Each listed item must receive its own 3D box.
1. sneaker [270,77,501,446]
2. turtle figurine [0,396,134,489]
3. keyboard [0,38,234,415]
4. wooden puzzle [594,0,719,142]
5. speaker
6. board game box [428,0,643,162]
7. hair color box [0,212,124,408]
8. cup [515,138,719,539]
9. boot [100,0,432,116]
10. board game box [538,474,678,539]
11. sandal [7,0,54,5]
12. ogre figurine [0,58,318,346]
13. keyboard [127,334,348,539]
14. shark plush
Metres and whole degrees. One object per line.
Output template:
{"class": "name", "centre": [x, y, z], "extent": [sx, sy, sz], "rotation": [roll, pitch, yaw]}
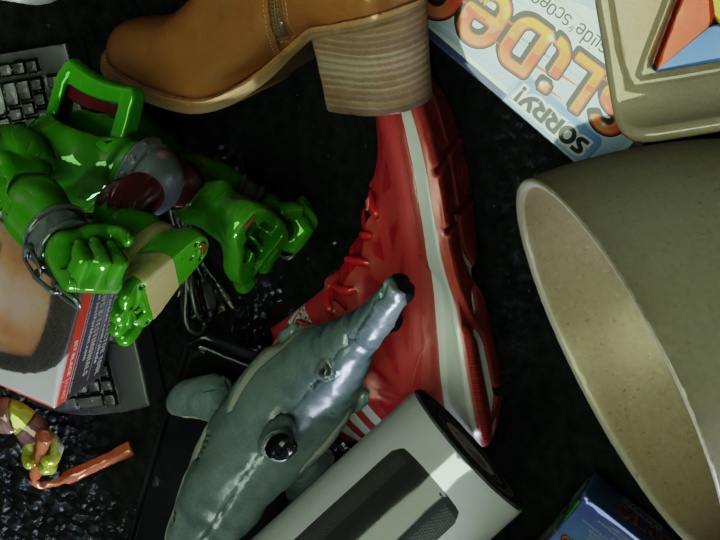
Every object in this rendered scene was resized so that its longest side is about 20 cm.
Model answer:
{"class": "sneaker", "centre": [0.000, 0.000, 1.413], "extent": [0.115, 0.078, 0.201], "rotation": [-7, 102, 14]}
{"class": "turtle figurine", "centre": [-0.229, 0.076, 1.463], "extent": [0.199, 0.161, 0.065], "rotation": [3, 83, 12]}
{"class": "keyboard", "centre": [-0.139, -0.022, 1.471], "extent": [0.126, 0.021, 0.201], "rotation": [-9, 103, 16]}
{"class": "wooden puzzle", "centre": [0.196, -0.171, 1.303], "extent": [0.184, 0.046, 0.201], "rotation": [-9, 94, 5]}
{"class": "speaker", "centre": [-0.019, 0.154, 1.377], "extent": [0.200, 0.081, 0.081], "rotation": [-42, 92, 6]}
{"class": "board game box", "centre": [0.089, -0.157, 1.369], "extent": [0.200, 0.034, 0.136], "rotation": [40, 110, 1]}
{"class": "hair color box", "centre": [-0.224, -0.016, 1.461], "extent": [0.199, 0.061, 0.102], "rotation": [21, 111, 13]}
{"class": "cup", "centre": [0.184, 0.016, 1.326], "extent": [0.143, 0.200, 0.201], "rotation": [-26, 98, -8]}
{"class": "boot", "centre": [-0.056, -0.157, 1.355], "extent": [0.199, 0.077, 0.156], "rotation": [8, 118, 40]}
{"class": "board game box", "centre": [0.157, 0.220, 1.445], "extent": [0.200, 0.034, 0.136], "rotation": [39, 112, 1]}
{"class": "sandal", "centre": [-0.180, -0.151, 1.421], "extent": [0.059, 0.079, 0.207], "rotation": [39, 119, 0]}
{"class": "ogre figurine", "centre": [-0.113, -0.036, 1.349], "extent": [0.120, 0.200, 0.098], "rotation": [37, 134, 22]}
{"class": "keyboard", "centre": [-0.061, 0.118, 1.471], "extent": [0.104, 0.040, 0.201], "rotation": [23, 128, 5]}
{"class": "shark plush", "centre": [-0.026, 0.076, 1.352], "extent": [0.200, 0.083, 0.091], "rotation": [-34, 105, 34]}
